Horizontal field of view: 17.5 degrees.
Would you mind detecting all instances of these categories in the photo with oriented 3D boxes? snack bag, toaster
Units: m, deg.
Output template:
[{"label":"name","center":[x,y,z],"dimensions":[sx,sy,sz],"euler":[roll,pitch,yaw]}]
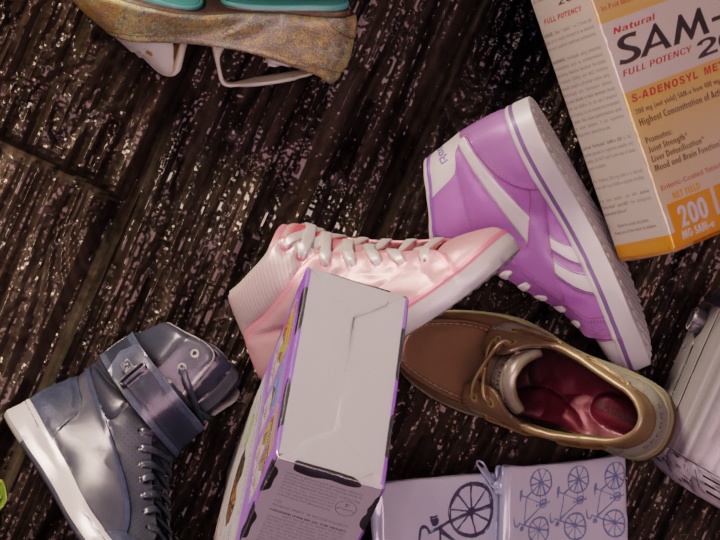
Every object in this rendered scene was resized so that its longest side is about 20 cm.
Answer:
[{"label":"snack bag","center":[0.094,0.222,1.562],"dimensions":[0.198,0.021,0.190],"euler":[-1,92,-24]},{"label":"toaster","center":[0.287,0.110,1.564],"dimensions":[0.199,0.114,0.130],"euler":[29,93,-7]}]

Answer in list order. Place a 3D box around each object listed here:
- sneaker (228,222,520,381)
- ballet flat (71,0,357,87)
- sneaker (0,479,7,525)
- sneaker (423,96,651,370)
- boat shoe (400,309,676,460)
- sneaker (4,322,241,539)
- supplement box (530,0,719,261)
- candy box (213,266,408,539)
[{"label":"sneaker","center":[0.000,0.000,1.527],"dimensions":[0.199,0.075,0.105],"euler":[-30,90,20]},{"label":"ballet flat","center":[-0.102,-0.156,1.540],"dimensions":[0.198,0.071,0.071],"euler":[6,91,-6]},{"label":"sneaker","center":[-0.305,0.212,1.524],"dimensions":[0.083,0.072,0.201],"euler":[37,88,-7]},{"label":"sneaker","center":[0.113,-0.006,1.571],"dimensions":[0.114,0.073,0.201],"euler":[-28,99,14]},{"label":"boat shoe","center":[0.108,0.069,1.532],"dimensions":[0.199,0.066,0.075],"euler":[15,87,22]},{"label":"sneaker","center":[-0.125,0.126,1.502],"dimensions":[0.146,0.077,0.203],"euler":[-32,59,-7]},{"label":"supplement box","center":[0.206,-0.122,1.547],"dimensions":[0.125,0.073,0.201],"euler":[-22,94,-26]},{"label":"candy box","center":[-0.038,0.130,1.458],"dimensions":[0.071,0.168,0.201],"euler":[17,131,-7]}]
